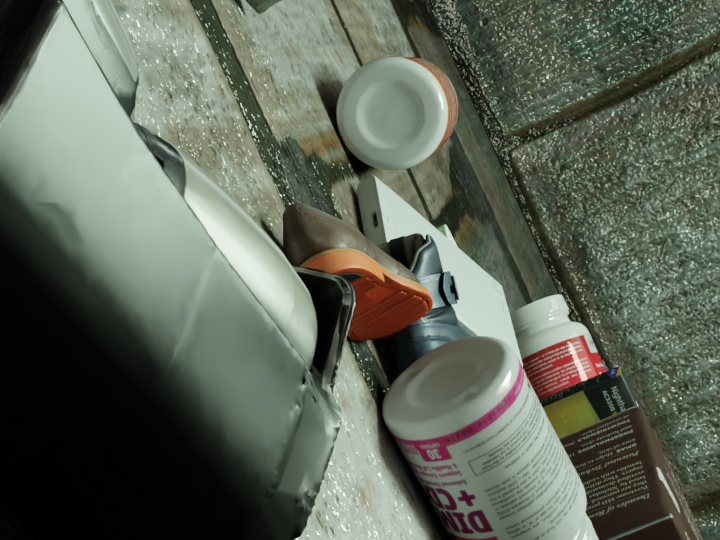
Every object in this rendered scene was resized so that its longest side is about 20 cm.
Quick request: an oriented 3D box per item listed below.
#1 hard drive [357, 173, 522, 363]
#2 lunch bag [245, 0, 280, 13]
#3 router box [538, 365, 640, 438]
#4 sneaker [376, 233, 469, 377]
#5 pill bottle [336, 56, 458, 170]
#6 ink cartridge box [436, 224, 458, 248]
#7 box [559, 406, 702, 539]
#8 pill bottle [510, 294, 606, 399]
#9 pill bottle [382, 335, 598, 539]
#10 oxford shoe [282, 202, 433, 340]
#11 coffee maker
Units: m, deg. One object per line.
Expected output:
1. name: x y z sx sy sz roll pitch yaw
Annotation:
1. hard drive: 0.076 0.008 1.381 0.200 0.026 0.132 39 26 -32
2. lunch bag: -0.100 -0.351 1.216 0.164 0.117 0.201 44 29 -59
3. router box: 0.237 0.221 1.487 0.201 0.157 0.052 65 11 -2
4. sneaker: 0.064 0.041 1.266 0.202 0.077 0.147 7 62 -76
5. pill bottle: 0.044 -0.167 1.506 0.113 0.112 0.200 65 12 -4
6. ink cartridge box: 0.078 0.005 1.482 0.146 0.048 0.200 -100 164 -49
7. box: 0.230 0.265 1.342 0.166 0.164 0.200 62 12 -20
8. pill bottle: 0.262 0.140 1.880 0.201 0.112 0.112 68 12 12
9. pill bottle: 0.108 0.161 1.128 0.201 0.113 0.114 60 13 -23
10. oxford shoe: 0.000 0.000 1.081 0.073 0.071 0.200 65 11 23
11. coffee maker: -0.095 0.015 0.453 0.200 0.134 0.193 54 17 -43
